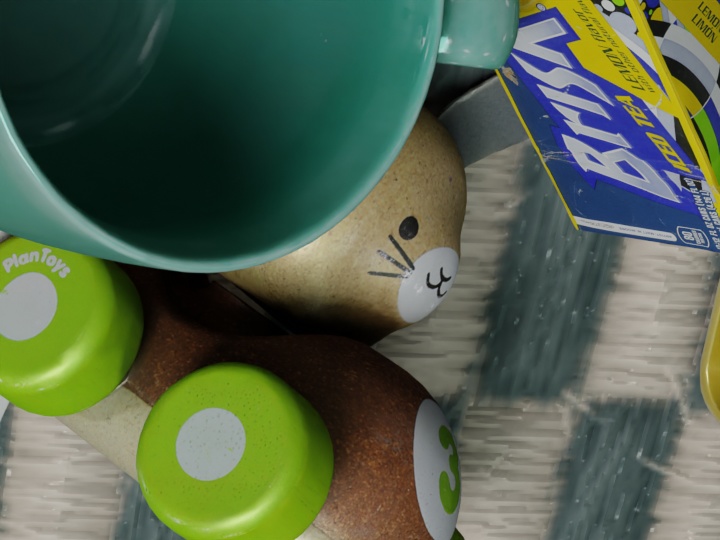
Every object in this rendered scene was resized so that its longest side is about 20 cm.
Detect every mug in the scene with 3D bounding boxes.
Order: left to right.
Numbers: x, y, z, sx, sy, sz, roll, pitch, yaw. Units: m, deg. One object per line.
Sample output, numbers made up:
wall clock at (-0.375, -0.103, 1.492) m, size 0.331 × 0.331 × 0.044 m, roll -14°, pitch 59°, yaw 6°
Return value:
mug at (-0.060, -0.072, 0.778) m, size 0.185 × 0.114 × 0.152 m, roll 43°, pitch 71°, yaw -35°

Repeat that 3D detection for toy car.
toy car at (0.000, 0.000, 0.896) m, size 0.200 × 0.158 × 0.164 m, roll -54°, pitch 151°, yaw -5°

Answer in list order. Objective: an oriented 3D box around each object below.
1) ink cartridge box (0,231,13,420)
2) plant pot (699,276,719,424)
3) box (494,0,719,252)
ink cartridge box at (-0.132, -0.022, 0.867) m, size 0.109 × 0.050 × 0.200 m, roll -17°, pitch 142°, yaw -52°
plant pot at (0.250, 0.008, 0.928) m, size 0.176 × 0.200 × 0.200 m, roll -8°, pitch 128°, yaw -22°
box at (0.075, -0.093, 0.854) m, size 0.070 × 0.064 × 0.200 m, roll 11°, pitch 147°, yaw 35°
